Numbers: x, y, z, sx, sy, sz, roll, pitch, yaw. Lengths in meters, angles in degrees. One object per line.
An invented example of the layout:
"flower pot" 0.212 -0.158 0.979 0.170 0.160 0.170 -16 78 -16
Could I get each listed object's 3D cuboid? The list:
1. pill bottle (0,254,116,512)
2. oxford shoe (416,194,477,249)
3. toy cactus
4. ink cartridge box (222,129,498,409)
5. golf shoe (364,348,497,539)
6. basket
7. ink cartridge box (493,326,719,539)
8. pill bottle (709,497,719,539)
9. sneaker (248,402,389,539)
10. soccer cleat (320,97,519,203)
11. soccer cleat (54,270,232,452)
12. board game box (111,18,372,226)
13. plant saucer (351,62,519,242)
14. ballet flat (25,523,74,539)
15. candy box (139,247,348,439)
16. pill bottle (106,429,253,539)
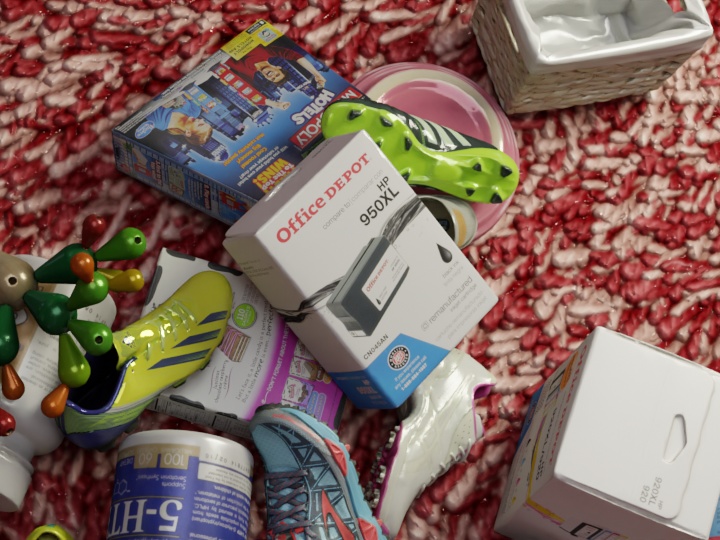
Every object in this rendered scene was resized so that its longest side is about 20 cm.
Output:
"pill bottle" -0.298 0.098 1.459 0.114 0.114 0.201 21 67 -2
"oxford shoe" 0.009 -0.038 1.575 0.198 0.058 0.076 -3 98 9
"toy cactus" -0.270 0.026 1.383 0.165 0.102 0.201 29 80 32
"ink cartridge box" 0.000 0.000 1.478 0.145 0.084 0.200 -45 105 -21
"golf shoe" 0.064 0.158 1.532 0.091 0.075 0.201 23 68 -5
"basket" 0.223 -0.244 1.680 0.199 0.124 0.136 -11 68 -18
"ink cartridge box" 0.224 0.166 1.489 0.144 0.200 0.148 21 66 -3
"pill bottle" 0.352 0.222 1.543 0.108 0.109 0.201 7 68 -8
"sneaker" -0.042 0.208 1.446 0.095 0.079 0.201 -39 103 -44
"soccer cleat" 0.052 -0.112 1.568 0.199 0.081 0.068 18 107 -16
"soccer cleat" -0.181 0.067 1.438 0.064 0.084 0.200 28 63 31
"board game box" -0.092 -0.114 1.584 0.200 0.062 0.200 39 63 21
"plant saucer" 0.062 -0.118 1.648 0.199 0.051 0.202 4 68 -10
"ballet flat" -0.267 0.309 1.410 0.066 0.067 0.202 5 69 -9
"candy box" -0.106 0.077 1.534 0.199 0.061 0.137 18 67 -5
"pill bottle" -0.157 0.246 1.427 0.119 0.120 0.201 8 68 -8
